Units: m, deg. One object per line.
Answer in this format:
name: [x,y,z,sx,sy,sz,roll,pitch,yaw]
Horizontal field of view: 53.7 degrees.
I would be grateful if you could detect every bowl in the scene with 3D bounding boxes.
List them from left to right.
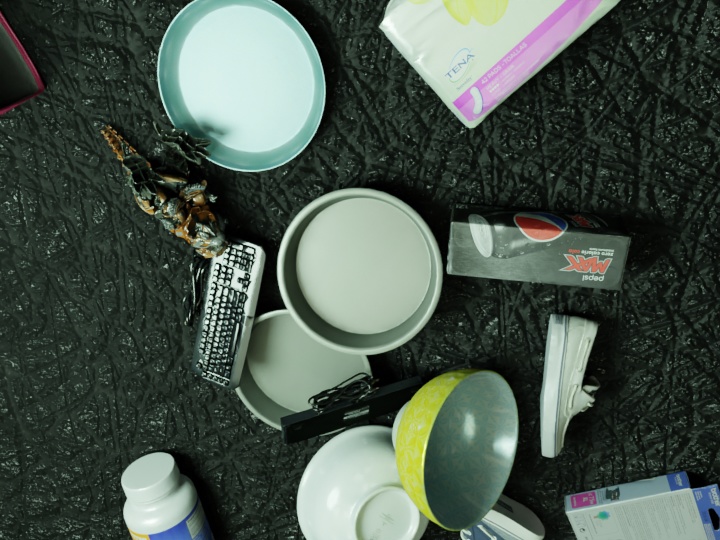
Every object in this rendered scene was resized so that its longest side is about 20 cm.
bowl: [0.020,0.319,0.960,0.198,0.090,0.204,-2,97,-19]
bowl: [0.105,0.217,0.916,0.107,0.199,0.202,8,123,45]

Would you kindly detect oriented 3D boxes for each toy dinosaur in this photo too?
toy dinosaur: [-0.240,-0.097,0.853,0.198,0.103,0.136,24,152,-2]

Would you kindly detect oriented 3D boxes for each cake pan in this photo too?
cake pan: [-0.079,0.134,0.969,0.197,0.037,0.203,4,117,8]
cake pan: [0.000,0.000,0.860,0.197,0.037,0.203,2,103,7]

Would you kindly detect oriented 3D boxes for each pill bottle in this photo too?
pill bottle: [-0.296,0.386,1.092,0.111,0.112,0.202,-6,115,13]

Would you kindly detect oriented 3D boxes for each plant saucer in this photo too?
plant saucer: [-0.134,-0.214,0.816,0.197,0.027,0.203,4,117,8]

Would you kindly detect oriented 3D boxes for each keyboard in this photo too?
keyboard: [-0.189,0.052,0.916,0.103,0.040,0.202,19,106,18]
keyboard: [-0.010,0.166,0.927,0.198,0.040,0.105,-15,148,-15]

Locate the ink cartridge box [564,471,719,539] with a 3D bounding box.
ink cartridge box: [0.397,0.346,0.982,0.198,0.042,0.120,-18,111,21]

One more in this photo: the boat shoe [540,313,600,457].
boat shoe: [0.266,0.150,0.898,0.069,0.071,0.203,4,110,11]

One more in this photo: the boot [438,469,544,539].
boot: [0.159,0.349,1.009,0.199,0.073,0.091,36,111,-9]

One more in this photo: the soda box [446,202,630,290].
soda box: [0.201,-0.029,0.822,0.197,0.063,0.072,5,117,8]

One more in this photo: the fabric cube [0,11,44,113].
fabric cube: [-0.525,-0.225,0.789,0.197,0.201,0.198,-20,112,21]

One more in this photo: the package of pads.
package of pads: [0.134,-0.266,0.716,0.200,0.068,0.154,-40,104,24]
